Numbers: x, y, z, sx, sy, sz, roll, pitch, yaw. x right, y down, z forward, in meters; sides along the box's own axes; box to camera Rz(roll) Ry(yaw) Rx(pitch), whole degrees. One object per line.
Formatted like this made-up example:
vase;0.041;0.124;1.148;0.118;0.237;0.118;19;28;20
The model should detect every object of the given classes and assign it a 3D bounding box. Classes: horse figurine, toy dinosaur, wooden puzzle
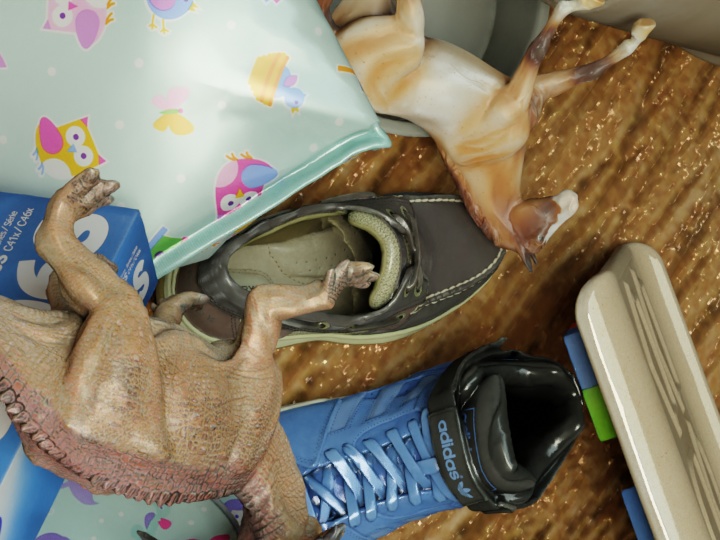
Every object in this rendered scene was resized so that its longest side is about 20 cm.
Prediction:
horse figurine;0.044;-0.102;0.883;0.199;0.133;0.050;30;28;-19
toy dinosaur;-0.072;0.054;0.637;0.199;0.086;0.137;21;60;-26
wooden puzzle;0.149;0.085;0.945;0.187;0.046;0.200;69;17;-1

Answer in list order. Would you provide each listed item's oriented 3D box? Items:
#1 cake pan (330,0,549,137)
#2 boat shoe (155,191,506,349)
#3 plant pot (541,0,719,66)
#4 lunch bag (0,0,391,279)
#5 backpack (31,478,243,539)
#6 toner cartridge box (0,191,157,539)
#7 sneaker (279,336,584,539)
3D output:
cake pan;0.010;-0.164;0.951;0.199;0.037;0.203;7;76;-32
boat shoe;0.000;0.000;0.895;0.199;0.065;0.074;-16;87;-35
plant pot;0.166;-0.198;0.951;0.172;0.199;0.202;-11;87;-41
lunch bag;-0.111;-0.079;0.805;0.199;0.122;0.171;-29;99;1
backpack;-0.111;0.143;0.738;0.177;0.151;0.200;35;50;15
toner cartridge box;-0.154;0.054;0.687;0.043;0.094;0.201;80;22;-44
sneaker;0.017;0.087;0.862;0.199;0.111;0.078;-17;90;-34
